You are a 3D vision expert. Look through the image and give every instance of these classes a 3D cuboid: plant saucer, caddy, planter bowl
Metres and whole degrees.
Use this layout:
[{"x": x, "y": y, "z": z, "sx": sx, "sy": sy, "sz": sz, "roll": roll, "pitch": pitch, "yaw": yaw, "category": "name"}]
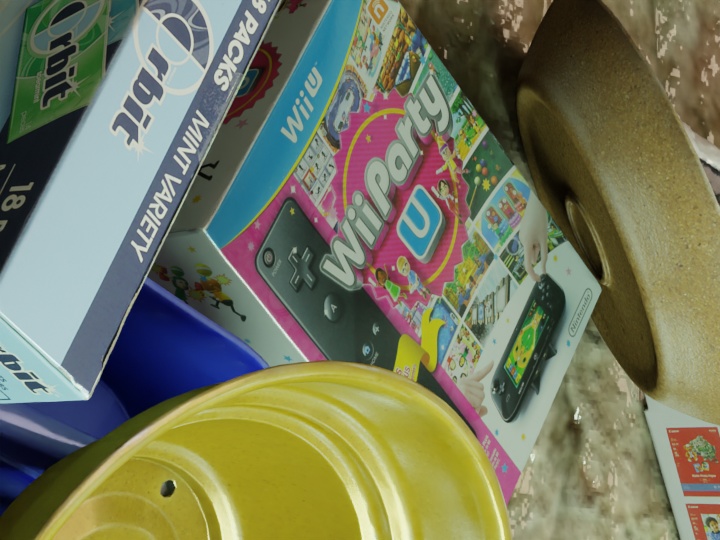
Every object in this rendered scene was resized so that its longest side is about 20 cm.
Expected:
[{"x": 0.108, "y": -0.019, "z": 1.021, "sx": 0.035, "sy": 0.200, "sz": 0.201, "roll": -23, "pitch": 109, "yaw": -5, "category": "plant saucer"}, {"x": -0.093, "y": 0.073, "z": 0.795, "sx": 0.200, "sy": 0.105, "sz": 0.142, "roll": 36, "pitch": 60, "yaw": -42, "category": "caddy"}, {"x": -0.055, "y": 0.108, "z": 0.716, "sx": 0.200, "sy": 0.083, "sz": 0.201, "roll": -18, "pitch": 119, "yaw": -35, "category": "planter bowl"}]

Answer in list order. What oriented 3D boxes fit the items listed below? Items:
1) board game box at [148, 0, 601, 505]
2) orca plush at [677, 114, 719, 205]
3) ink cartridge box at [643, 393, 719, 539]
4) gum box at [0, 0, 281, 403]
[{"x": 0.000, "y": 0.000, "z": 0.947, "sx": 0.200, "sy": 0.064, "sz": 0.148, "roll": 51, "pitch": 50, "yaw": -33, "category": "board game box"}, {"x": 0.158, "y": -0.012, "z": 1.109, "sx": 0.071, "sy": 0.105, "sz": 0.200, "roll": -62, "pitch": 145, "yaw": -8, "category": "orca plush"}, {"x": 0.239, "y": 0.081, "z": 1.114, "sx": 0.084, "sy": 0.200, "sz": 0.176, "roll": -36, "pitch": 115, "yaw": -46, "category": "ink cartridge box"}, {"x": -0.122, "y": -0.041, "z": 0.700, "sx": 0.045, "sy": 0.200, "sz": 0.170, "roll": 48, "pitch": 53, "yaw": -36, "category": "gum box"}]
